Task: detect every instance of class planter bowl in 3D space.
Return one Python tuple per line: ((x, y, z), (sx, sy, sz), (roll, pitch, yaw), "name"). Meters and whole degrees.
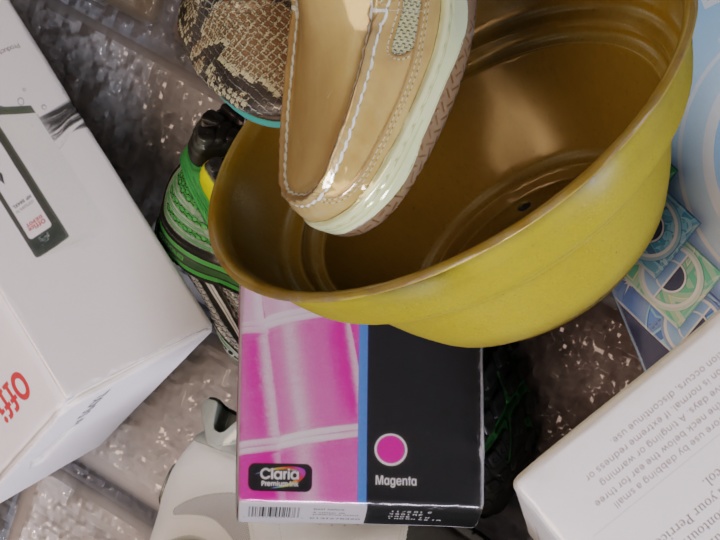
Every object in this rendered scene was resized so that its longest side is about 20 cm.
((0.050, -0.033, 1.026), (0.200, 0.201, 0.084), (-15, 127, 31), "planter bowl")

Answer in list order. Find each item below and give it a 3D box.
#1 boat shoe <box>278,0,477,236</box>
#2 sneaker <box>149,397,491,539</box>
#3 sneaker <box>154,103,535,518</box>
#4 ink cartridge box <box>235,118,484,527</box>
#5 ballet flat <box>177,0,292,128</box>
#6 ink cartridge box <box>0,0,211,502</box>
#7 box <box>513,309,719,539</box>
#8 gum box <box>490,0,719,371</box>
((-0.002, -0.115, 0.967), (0.072, 0.076, 0.201), (-2, 72, 51), "boat shoe")
((-0.002, 0.130, 1.153), (0.200, 0.074, 0.089), (22, 76, 33), "sneaker")
((-0.006, 0.024, 1.160), (0.200, 0.078, 0.085), (49, 137, 14), "sneaker")
((0.000, 0.000, 1.095), (0.094, 0.037, 0.201), (1, 69, -3), "ink cartridge box")
((-0.041, -0.123, 1.080), (0.068, 0.200, 0.076), (-11, 115, 1), "ballet flat")
((-0.169, -0.014, 1.205), (0.200, 0.084, 0.146), (58, 146, 8), "ink cartridge box")
((0.158, 0.130, 1.012), (0.106, 0.152, 0.200), (-38, 78, -3), "box")
((0.165, -0.075, 1.050), (0.200, 0.045, 0.170), (-24, 86, 32), "gum box")
